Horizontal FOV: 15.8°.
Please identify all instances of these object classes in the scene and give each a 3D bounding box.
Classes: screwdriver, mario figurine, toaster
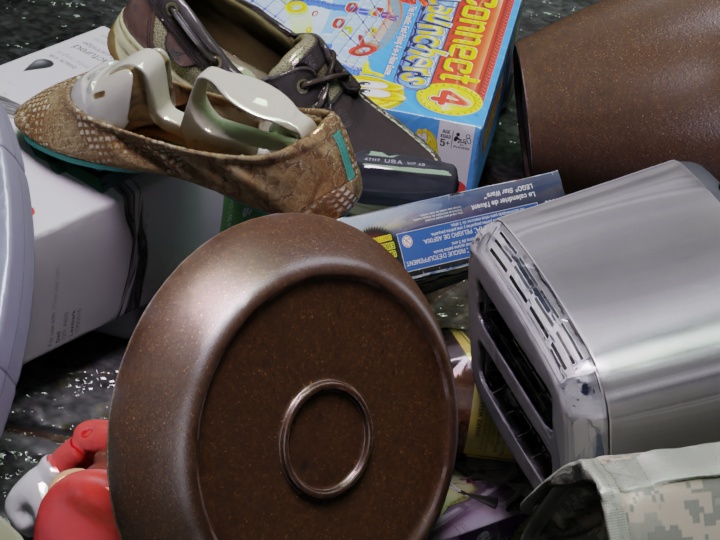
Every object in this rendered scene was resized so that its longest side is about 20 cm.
[{"bbox_3d":[-0.047,-0.050,1.353,0.198,0.028,0.029,1,68,-2],"label":"screwdriver"},{"bbox_3d":[-0.086,0.096,1.225,0.106,0.123,0.200,45,53,-17],"label":"mario figurine"},{"bbox_3d":[0.130,0.040,1.199,0.128,0.114,0.200,-14,38,-13],"label":"toaster"}]

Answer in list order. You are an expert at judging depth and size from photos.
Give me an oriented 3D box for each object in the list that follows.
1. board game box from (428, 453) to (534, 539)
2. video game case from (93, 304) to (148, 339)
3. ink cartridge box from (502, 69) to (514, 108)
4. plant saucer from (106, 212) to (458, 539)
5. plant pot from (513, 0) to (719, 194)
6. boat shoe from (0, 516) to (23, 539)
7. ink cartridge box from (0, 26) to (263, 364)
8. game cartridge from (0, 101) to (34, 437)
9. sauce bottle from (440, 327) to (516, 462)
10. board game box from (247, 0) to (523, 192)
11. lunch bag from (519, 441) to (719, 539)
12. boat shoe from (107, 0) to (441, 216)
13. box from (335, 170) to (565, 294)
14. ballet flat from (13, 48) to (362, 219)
[{"bbox_3d":[0.004,0.111,1.294,0.199,0.033,0.120,-16,35,-35],"label":"board game box"},{"bbox_3d":[-0.186,-0.039,1.491,0.181,0.023,0.200,14,31,7],"label":"video game case"},{"bbox_3d":[-0.020,-0.129,1.659,0.199,0.057,0.162,26,35,18],"label":"ink cartridge box"},{"bbox_3d":[-0.024,0.075,1.173,0.199,0.202,0.034,-19,17,-38],"label":"plant saucer"},{"bbox_3d":[0.196,-0.102,1.573,0.198,0.188,0.187,-7,32,1],"label":"plant pot"},{"bbox_3d":[-0.144,0.170,1.116,0.199,0.066,0.074,43,6,5],"label":"boat shoe"},{"bbox_3d":[-0.163,-0.044,1.403,0.146,0.085,0.200,30,36,28],"label":"ink cartridge box"},{"bbox_3d":[-0.225,0.007,1.271,0.132,0.042,0.201,-7,62,11],"label":"game cartridge"},{"bbox_3d":[0.060,0.062,1.299,0.198,0.066,0.066,8,31,-4],"label":"sauce bottle"},{"bbox_3d":[-0.011,-0.124,1.560,0.194,0.056,0.200,11,32,5],"label":"board game box"},{"bbox_3d":[0.152,0.147,1.105,0.163,0.201,0.118,-4,34,-19],"label":"lunch bag"},{"bbox_3d":[-0.041,-0.096,1.385,0.199,0.065,0.073,28,39,0],"label":"boat shoe"},{"bbox_3d":[0.000,0.000,1.345,0.136,0.040,0.200,-13,-5,-32],"label":"box"},{"bbox_3d":[-0.088,-0.079,1.314,0.199,0.066,0.071,14,38,21],"label":"ballet flat"}]
